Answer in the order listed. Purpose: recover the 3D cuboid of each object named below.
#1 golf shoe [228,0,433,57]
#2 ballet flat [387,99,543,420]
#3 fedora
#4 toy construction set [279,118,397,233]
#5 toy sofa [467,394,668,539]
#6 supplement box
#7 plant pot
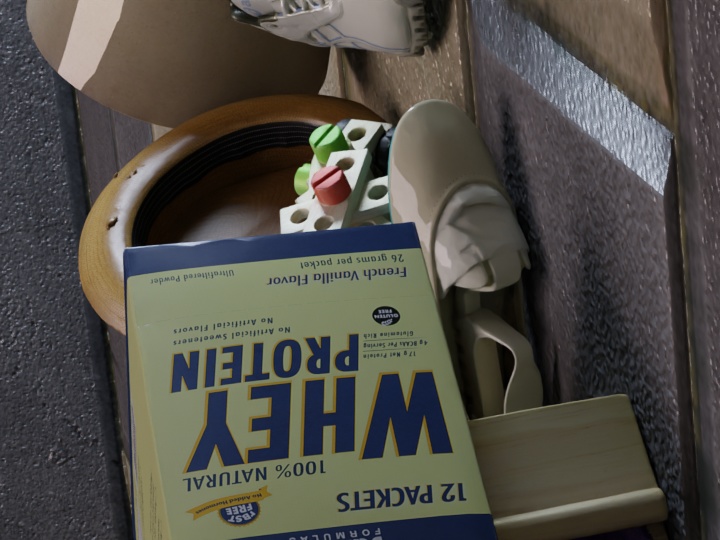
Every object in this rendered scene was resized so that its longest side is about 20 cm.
[{"bbox_3d":[-0.019,-0.146,1.602,0.200,0.097,0.078,174,89,-78],"label":"golf shoe"},{"bbox_3d":[0.059,0.017,1.450,0.069,0.069,0.200,-131,31,-71],"label":"ballet flat"},{"bbox_3d":[-0.057,-0.012,1.694,0.082,0.200,0.201,70,180,-45],"label":"fedora"},{"bbox_3d":[0.000,0.000,1.542,0.131,0.092,0.200,-54,-29,-30],"label":"toy construction set"},{"bbox_3d":[0.082,0.149,1.353,0.200,0.083,0.098,98,161,-58],"label":"toy sofa"},{"bbox_3d":[-0.027,0.121,1.316,0.200,0.134,0.200,-104,11,-45],"label":"supplement box"},{"bbox_3d":[-0.087,-0.216,1.752,0.187,0.187,0.200,-109,28,-43],"label":"plant pot"}]
